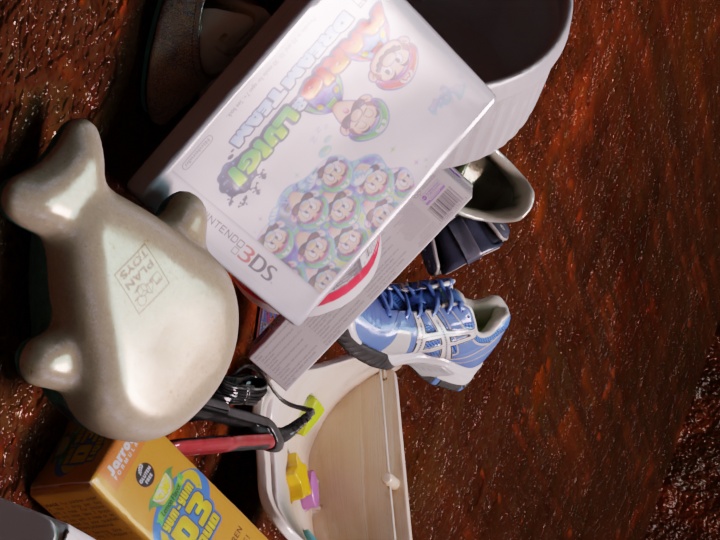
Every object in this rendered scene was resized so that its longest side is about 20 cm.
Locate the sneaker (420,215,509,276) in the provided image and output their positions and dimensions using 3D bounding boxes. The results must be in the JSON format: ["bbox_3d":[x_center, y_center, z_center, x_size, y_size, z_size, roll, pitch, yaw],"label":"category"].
[{"bbox_3d":[0.055,-0.081,1.911,0.202,0.077,0.147,58,9,-67],"label":"sneaker"}]

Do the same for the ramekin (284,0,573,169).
[{"bbox_3d":[0.041,-0.163,1.728,0.105,0.199,0.201,102,15,-50],"label":"ramekin"}]

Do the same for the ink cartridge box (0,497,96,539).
[{"bbox_3d":[-0.203,0.170,1.351,0.200,0.145,0.088,59,52,-68],"label":"ink cartridge box"}]

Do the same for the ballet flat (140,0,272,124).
[{"bbox_3d":[-0.084,-0.181,1.530,0.068,0.067,0.201,-16,120,-69],"label":"ballet flat"}]

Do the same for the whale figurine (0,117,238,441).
[{"bbox_3d":[-0.157,0.006,1.464,0.159,0.103,0.201,-48,128,-27],"label":"whale figurine"}]

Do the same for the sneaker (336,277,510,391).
[{"bbox_3d":[0.038,0.032,1.920,0.077,0.076,0.200,-46,146,22],"label":"sneaker"}]

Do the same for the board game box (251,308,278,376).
[{"bbox_3d":[-0.043,-0.018,1.875,0.103,0.019,0.201,-38,141,-59],"label":"board game box"}]

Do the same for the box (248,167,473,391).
[{"bbox_3d":[0.000,0.000,1.778,0.200,0.041,0.039,-47,-171,14],"label":"box"}]

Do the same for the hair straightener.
[{"bbox_3d":[-0.092,0.089,1.733,0.200,0.041,0.077,3,74,-57],"label":"hair straightener"}]

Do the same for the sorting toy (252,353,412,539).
[{"bbox_3d":[-0.034,0.153,1.882,0.180,0.106,0.201,37,45,-64],"label":"sorting toy"}]

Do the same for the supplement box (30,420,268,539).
[{"bbox_3d":[-0.116,0.174,1.590,0.200,0.069,0.067,46,54,-27],"label":"supplement box"}]

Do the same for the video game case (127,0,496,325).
[{"bbox_3d":[-0.026,-0.081,1.558,0.200,0.024,0.182,-49,137,0],"label":"video game case"}]

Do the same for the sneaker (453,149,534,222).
[{"bbox_3d":[0.048,-0.092,1.807,0.200,0.090,0.067,31,87,-34],"label":"sneaker"}]

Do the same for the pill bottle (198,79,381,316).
[{"bbox_3d":[-0.050,-0.064,1.661,0.200,0.110,0.111,77,34,-57],"label":"pill bottle"}]
